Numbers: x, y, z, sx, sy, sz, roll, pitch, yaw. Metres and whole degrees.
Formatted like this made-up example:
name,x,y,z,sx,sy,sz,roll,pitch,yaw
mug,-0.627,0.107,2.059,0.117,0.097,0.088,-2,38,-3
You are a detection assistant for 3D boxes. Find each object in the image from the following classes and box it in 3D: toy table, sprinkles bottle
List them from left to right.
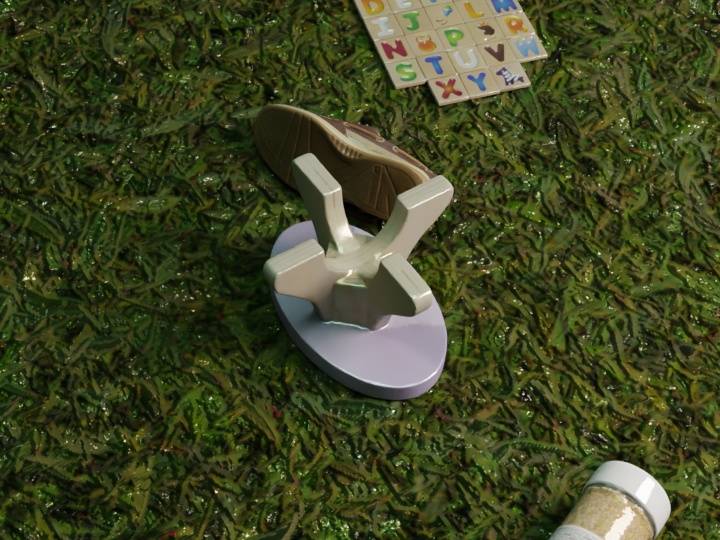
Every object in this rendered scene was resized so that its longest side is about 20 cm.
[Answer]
name,x,y,z,sx,sy,sz,roll,pitch,yaw
toy table,0.000,0.000,1.417,0.200,0.118,0.183,38,58,25
sprinkles bottle,0.161,0.235,1.269,0.068,0.069,0.200,30,55,19

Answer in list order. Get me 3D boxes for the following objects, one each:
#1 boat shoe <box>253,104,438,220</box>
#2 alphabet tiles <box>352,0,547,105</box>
name,x,y,z,sx,sy,sz,roll,pitch,yaw
boat shoe,-0.007,-0.101,1.539,0.199,0.073,0.072,23,22,27
alphabet tiles,0.090,-0.247,1.692,0.165,0.006,0.201,-13,53,-14
